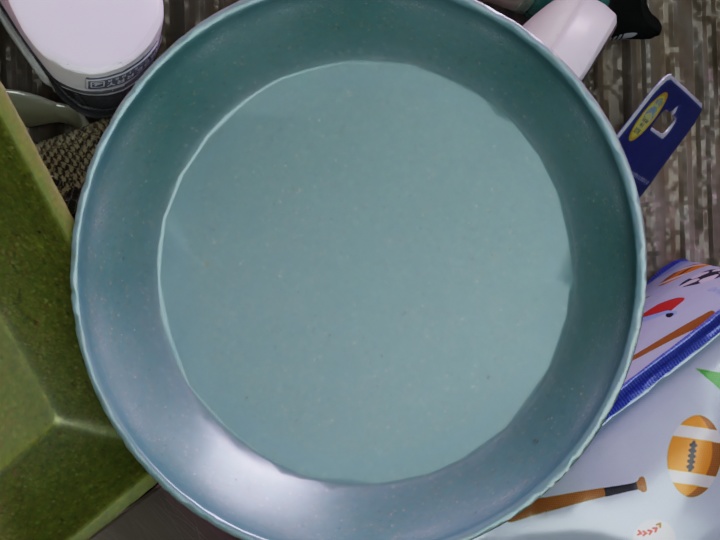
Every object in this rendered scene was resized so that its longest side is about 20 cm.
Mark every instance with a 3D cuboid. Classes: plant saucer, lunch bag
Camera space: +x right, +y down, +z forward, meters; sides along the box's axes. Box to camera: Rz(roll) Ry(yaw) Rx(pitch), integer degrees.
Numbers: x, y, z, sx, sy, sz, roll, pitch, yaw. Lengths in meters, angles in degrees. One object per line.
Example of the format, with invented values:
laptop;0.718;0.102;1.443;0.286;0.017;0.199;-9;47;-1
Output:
plant saucer;0.000;0.000;1.024;0.198;0.036;0.202;0;87;7
lunch bag;0.089;0.098;1.099;0.199;0.170;0.124;-35;93;-5
plant saucer;-0.181;0.038;1.002;0.199;0.048;0.201;-39;118;-25

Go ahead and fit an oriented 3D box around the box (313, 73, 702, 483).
box;0.050;0.005;1.099;0.032;0.121;0.200;40;96;12

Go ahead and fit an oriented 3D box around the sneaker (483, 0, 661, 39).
sneaker;0.114;-0.184;1.134;0.079;0.071;0.201;20;99;-9

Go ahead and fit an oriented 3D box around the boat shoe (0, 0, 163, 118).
boat shoe;-0.129;-0.150;1.103;0.071;0.068;0.201;-25;78;-14

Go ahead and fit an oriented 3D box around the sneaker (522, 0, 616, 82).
sneaker;0.006;-0.045;1.114;0.200;0.073;0.085;-43;93;10

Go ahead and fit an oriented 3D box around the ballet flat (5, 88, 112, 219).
ballet flat;-0.167;-0.029;1.115;0.199;0.068;0.076;-10;74;-11

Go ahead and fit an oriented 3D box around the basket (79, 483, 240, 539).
basket;-0.059;0.187;1.104;0.180;0.136;0.201;-34;91;33
